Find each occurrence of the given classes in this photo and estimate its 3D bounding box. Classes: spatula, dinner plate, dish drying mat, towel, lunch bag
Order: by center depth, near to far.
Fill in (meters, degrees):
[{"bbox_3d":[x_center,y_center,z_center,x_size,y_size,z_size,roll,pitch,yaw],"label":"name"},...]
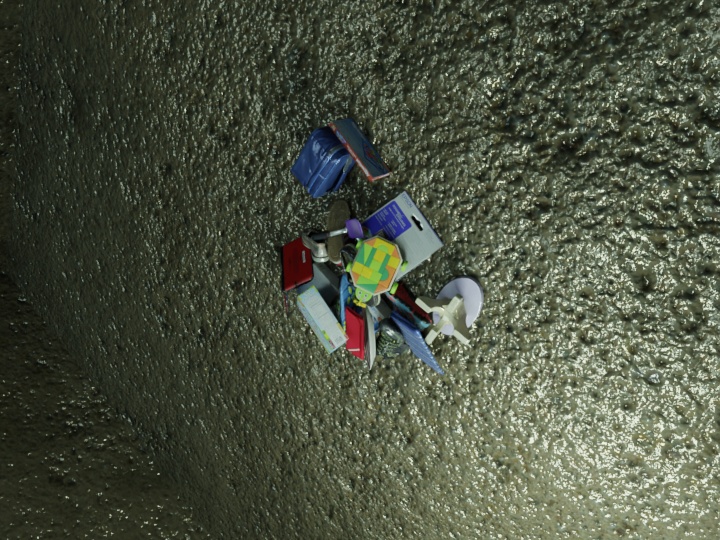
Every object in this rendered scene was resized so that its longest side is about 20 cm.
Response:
[{"bbox_3d":[-0.073,-0.111,1.514,0.197,0.020,0.057,-8,104,35],"label":"spatula"},{"bbox_3d":[0.168,0.211,1.523,0.144,0.024,0.201,33,159,55],"label":"towel"},{"bbox_3d":[-0.102,-0.308,1.532,0.133,0.135,0.201,47,128,11],"label":"lunch bag"},{"bbox_3d":[0.026,0.195,1.550,0.024,0.201,0.204,-4,110,-4],"label":"dinner plate"},{"bbox_3d":[-0.019,0.199,1.614,0.076,0.018,0.202,35,145,30],"label":"dish drying mat"}]

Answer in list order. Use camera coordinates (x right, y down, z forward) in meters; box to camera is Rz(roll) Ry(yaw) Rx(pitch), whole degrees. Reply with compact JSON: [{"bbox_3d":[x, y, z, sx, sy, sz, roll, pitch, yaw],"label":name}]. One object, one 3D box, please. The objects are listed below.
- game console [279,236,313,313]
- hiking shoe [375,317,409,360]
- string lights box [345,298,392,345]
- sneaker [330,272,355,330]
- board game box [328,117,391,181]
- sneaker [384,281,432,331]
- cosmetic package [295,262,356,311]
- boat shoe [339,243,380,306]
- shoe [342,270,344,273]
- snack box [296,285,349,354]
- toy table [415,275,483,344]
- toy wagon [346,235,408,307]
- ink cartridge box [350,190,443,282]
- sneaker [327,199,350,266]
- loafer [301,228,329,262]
[{"bbox_3d":[-0.210,0.012,1.733,0.170,0.202,0.119,-24,138,16],"label":"game console"},{"bbox_3d":[0.082,0.220,1.566,0.076,0.100,0.201,52,177,38],"label":"hiking shoe"},{"bbox_3d":[0.011,0.166,1.681,0.103,0.059,0.201,48,128,15],"label":"string lights box"},{"bbox_3d":[-0.061,0.096,1.626,0.082,0.070,0.202,27,128,33],"label":"sneaker"},{"bbox_3d":[0.000,-0.345,1.466,0.019,0.103,0.201,-40,83,39],"label":"board game box"},{"bbox_3d":[0.121,0.113,1.572,0.200,0.079,0.096,46,129,12],"label":"sneaker"},{"bbox_3d":[-0.113,0.089,1.747,0.200,0.051,0.151,47,126,12],"label":"cosmetic package"},{"bbox_3d":[-0.008,0.020,1.520,0.071,0.065,0.203,-21,96,33],"label":"boat shoe"},{"bbox_3d":[0.000,0.000,1.605,0.198,0.091,0.072,-20,96,39],"label":"shoe"},{"bbox_3d":[-0.125,0.161,1.658,0.201,0.067,0.169,54,164,5],"label":"snack box"},{"bbox_3d":[0.253,0.117,1.455,0.182,0.117,0.203,30,123,23],"label":"toy table"},{"bbox_3d":[0.037,0.009,1.454,0.153,0.040,0.203,25,91,6],"label":"toy wagon"},{"bbox_3d":[0.106,-0.091,1.493,0.199,0.043,0.200,-35,83,4],"label":"ink cartridge box"},{"bbox_3d":[-0.058,-0.111,1.622,0.070,0.112,0.204,1,77,17],"label":"sneaker"},{"bbox_3d":[-0.140,-0.098,1.637,0.200,0.071,0.064,-124,29,-55],"label":"loafer"}]
